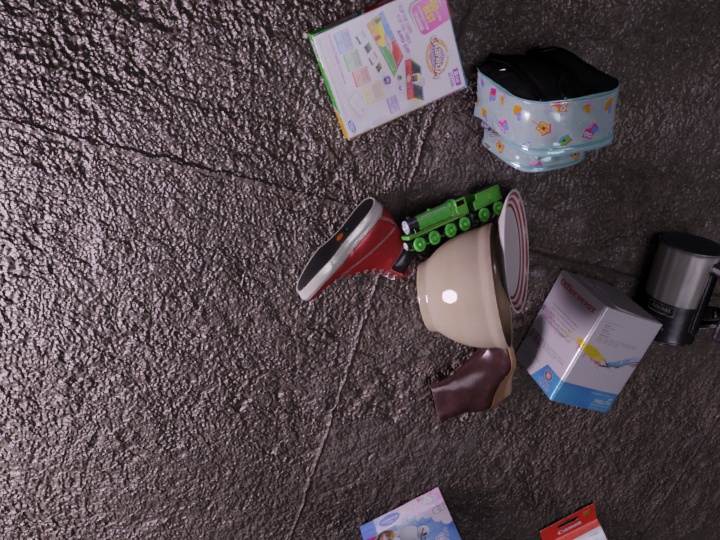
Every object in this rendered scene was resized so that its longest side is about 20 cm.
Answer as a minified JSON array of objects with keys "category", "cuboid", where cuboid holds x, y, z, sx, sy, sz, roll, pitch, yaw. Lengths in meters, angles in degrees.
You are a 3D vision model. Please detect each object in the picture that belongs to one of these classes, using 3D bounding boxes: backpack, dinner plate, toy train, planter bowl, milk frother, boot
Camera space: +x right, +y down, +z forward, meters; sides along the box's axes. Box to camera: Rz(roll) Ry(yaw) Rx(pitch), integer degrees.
[{"category":"backpack","cuboid":[0.268,-0.231,0.818,0.172,0.201,0.157,-10,119,-10]},{"category":"dinner plate","cuboid":[0.252,-0.032,0.938,0.024,0.201,0.203,-3,124,28]},{"category":"toy train","cuboid":[0.151,-0.089,0.925,0.197,0.042,0.058,-24,102,-18]},{"category":"planter bowl","cuboid":[0.171,0.034,0.943,0.132,0.202,0.203,-8,122,21]},{"category":"milk frother","cuboid":[0.656,0.031,1.105,0.199,0.178,0.192,-30,133,-50]},{"category":"boot","cuboid":[0.000,0.000,0.935,0.200,0.073,0.144,-45,120,5]},{"category":"boot","cuboid":[0.211,0.200,1.085,0.163,0.073,0.204,-18,122,-8]}]

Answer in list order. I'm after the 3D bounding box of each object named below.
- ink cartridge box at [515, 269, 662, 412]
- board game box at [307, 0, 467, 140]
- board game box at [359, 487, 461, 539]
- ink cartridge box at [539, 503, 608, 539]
[{"category":"ink cartridge box","cuboid":[0.424,0.132,1.068,0.143,0.147,0.203,15,111,-20]},{"category":"board game box","cuboid":[0.043,-0.302,0.814,0.196,0.040,0.155,-24,119,-3]},{"category":"board game box","cuboid":[0.123,0.610,1.279,0.196,0.044,0.203,-26,119,-3]},{"category":"ink cartridge box","cuboid":[0.552,0.702,1.436,0.159,0.050,0.203,-25,122,-2]}]
